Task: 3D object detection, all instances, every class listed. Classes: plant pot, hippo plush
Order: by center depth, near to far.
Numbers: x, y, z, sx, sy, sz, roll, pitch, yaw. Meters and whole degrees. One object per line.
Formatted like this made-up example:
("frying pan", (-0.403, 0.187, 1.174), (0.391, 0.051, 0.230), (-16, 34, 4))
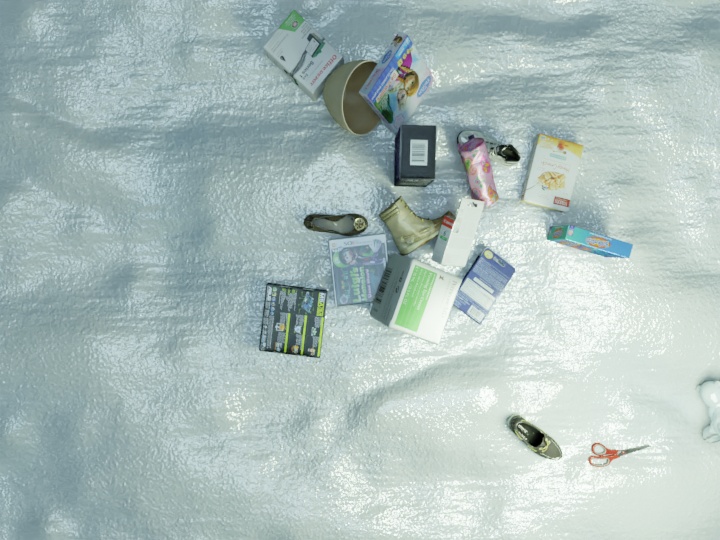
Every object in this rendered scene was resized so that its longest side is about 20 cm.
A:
("plant pot", (-0.031, -0.505, 1.667), (0.133, 0.199, 0.205), (25, 91, 36))
("hippo plush", (1.082, 0.424, 1.762), (0.194, 0.160, 0.165), (-4, 61, -16))

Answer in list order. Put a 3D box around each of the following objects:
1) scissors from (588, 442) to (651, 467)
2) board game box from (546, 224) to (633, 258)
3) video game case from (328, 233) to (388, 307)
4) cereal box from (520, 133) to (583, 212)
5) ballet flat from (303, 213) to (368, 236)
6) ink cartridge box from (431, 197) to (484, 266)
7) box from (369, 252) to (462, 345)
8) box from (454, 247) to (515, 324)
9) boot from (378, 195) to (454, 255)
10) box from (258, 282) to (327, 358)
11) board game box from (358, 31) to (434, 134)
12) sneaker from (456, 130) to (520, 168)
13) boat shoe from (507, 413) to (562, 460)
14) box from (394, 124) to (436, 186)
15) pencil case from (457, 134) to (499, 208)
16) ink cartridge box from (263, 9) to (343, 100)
("scissors", (0.807, 0.575, 1.804), (0.194, 0.014, 0.076), (2, 90, -3))
("board game box", (0.670, -0.084, 1.705), (0.195, 0.152, 0.046), (17, 92, -2))
("video game case", (0.000, 0.000, 1.752), (0.176, 0.023, 0.207), (-6, 92, -1))
("cereal box", (0.575, -0.291, 1.742), (0.140, 0.040, 0.206), (13, 92, -2))
("ballet flat", (-0.074, -0.141, 1.733), (0.194, 0.046, 0.070), (4, 93, -2))
("ink cartridge box", (0.285, -0.116, 1.696), (0.107, 0.050, 0.205), (3, 109, -39))
("box", (0.153, 0.078, 1.659), (0.167, 0.200, 0.204), (20, 91, -17))
("box", (0.370, 0.046, 1.760), (0.120, 0.032, 0.202), (34, 92, -3))
("boot", (0.167, -0.160, 1.726), (0.197, 0.073, 0.158), (-33, 95, 5))
("box", (-0.201, 0.150, 1.741), (0.187, 0.048, 0.207), (6, 91, -4))
("board game box", (0.109, -0.529, 1.659), (0.041, 0.199, 0.202), (35, 91, 37))
("sneaker", (0.384, -0.368, 1.704), (0.196, 0.115, 0.078), (22, 92, -2))
("boat shoe", (0.538, 0.519, 1.768), (0.199, 0.061, 0.073), (36, 91, -3))
("box", (0.153, -0.322, 1.656), (0.101, 0.200, 0.153), (1, 91, -1))
("pencil case", (0.343, -0.285, 1.687), (0.086, 0.088, 0.203), (-24, 119, -1))
("ink cartridge box", (-0.162, -0.624, 1.693), (0.199, 0.084, 0.147), (41, 91, -1))
